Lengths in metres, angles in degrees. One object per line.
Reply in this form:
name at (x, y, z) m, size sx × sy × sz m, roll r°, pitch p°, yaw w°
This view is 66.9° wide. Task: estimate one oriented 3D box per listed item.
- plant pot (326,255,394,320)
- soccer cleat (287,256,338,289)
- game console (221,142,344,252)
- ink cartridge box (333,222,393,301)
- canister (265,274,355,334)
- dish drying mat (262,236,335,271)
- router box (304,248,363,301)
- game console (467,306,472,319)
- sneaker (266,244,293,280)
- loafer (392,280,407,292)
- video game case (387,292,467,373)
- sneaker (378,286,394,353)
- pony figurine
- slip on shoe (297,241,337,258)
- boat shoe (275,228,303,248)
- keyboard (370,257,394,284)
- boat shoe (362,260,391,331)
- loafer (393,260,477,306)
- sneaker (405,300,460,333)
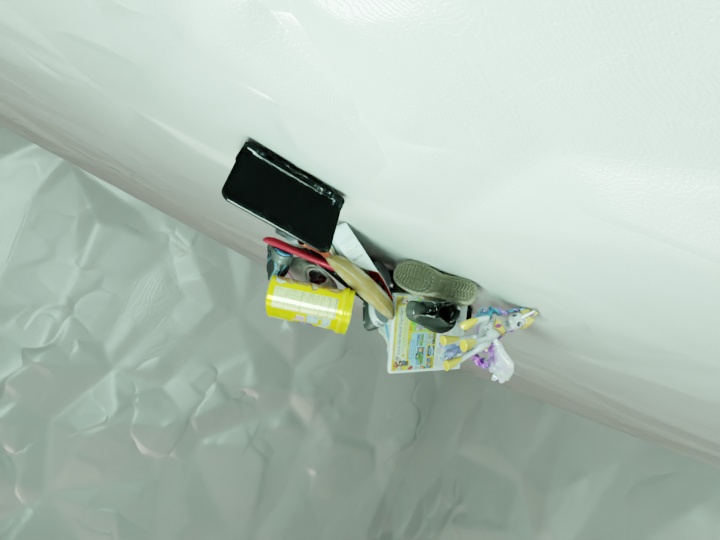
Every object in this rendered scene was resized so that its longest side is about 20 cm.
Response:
plant pot at (0.006, 0.032, 1.197) m, size 0.200 × 0.028 × 0.200 m, roll 42°, pitch 173°, yaw 6°
soccer cleat at (-0.132, 0.004, 1.414) m, size 0.199 × 0.070 × 0.087 m, roll 33°, pitch 162°, yaw 35°
game console at (-0.142, -0.121, 0.960) m, size 0.199 × 0.117 × 0.176 m, roll 29°, pitch 170°, yaw -18°
ink cartridge box at (0.000, 0.000, 1.242) m, size 0.201 × 0.047 × 0.160 m, roll 59°, pitch 173°, yaw 7°
canister at (-0.121, 0.081, 1.301) m, size 0.198 × 0.087 × 0.149 m, roll 12°, pitch 159°, yaw -3°
dish drying mat at (-0.139, -0.041, 1.342) m, size 0.198 × 0.018 × 0.077 m, roll 23°, pitch -175°, yaw 7°
router box at (-0.056, -0.008, 1.460) m, size 0.200 × 0.062 × 0.150 m, roll 38°, pitch 177°, yaw 28°
game console at (0.191, 0.149, 1.494) m, size 0.117 × 0.199 × 0.176 m, roll 55°, pitch 168°, yaw 31°
sneaker at (-0.216, -0.023, 1.402) m, size 0.073 × 0.083 × 0.200 m, roll 21°, pitch -174°, yaw -9°
loafer at (0.139, 0.077, 1.365) m, size 0.067 × 0.076 × 0.201 m, roll 11°, pitch -143°, yaw -22°
video game case at (0.156, 0.144, 1.276) m, size 0.180 × 0.202 × 0.023 m, roll -2°, pitch -158°, yaw -12°
sneaker at (0.077, 0.121, 1.404) m, size 0.076 × 0.081 × 0.201 m, roll 22°, pitch -142°, yaw -39°
pony figurine at (0.265, 0.149, 1.162) m, size 0.198 × 0.168 × 0.194 m, roll -13°, pitch 152°, yaw -22°
slip on shoe at (-0.114, -0.076, 1.239) m, size 0.200 × 0.061 × 0.074 m, roll 50°, pitch 180°, yaw -42°
boat shoe at (-0.148, -0.088, 1.372) m, size 0.086 × 0.075 × 0.202 m, roll 30°, pitch 173°, yaw -26°
keyboard at (0.060, 0.015, 1.496) m, size 0.199 × 0.040 × 0.104 m, roll 32°, pitch 170°, yaw -41°
boat shoe at (0.033, 0.061, 1.360) m, size 0.068 × 0.201 × 0.056 m, roll 32°, pitch 131°, yaw -27°
loafer at (0.164, 0.038, 1.203) m, size 0.198 × 0.076 × 0.068 m, roll 21°, pitch 165°, yaw 27°
sneaker at (0.172, 0.097, 1.151) m, size 0.104 × 0.061 × 0.199 m, roll -1°, pitch 165°, yaw 44°
